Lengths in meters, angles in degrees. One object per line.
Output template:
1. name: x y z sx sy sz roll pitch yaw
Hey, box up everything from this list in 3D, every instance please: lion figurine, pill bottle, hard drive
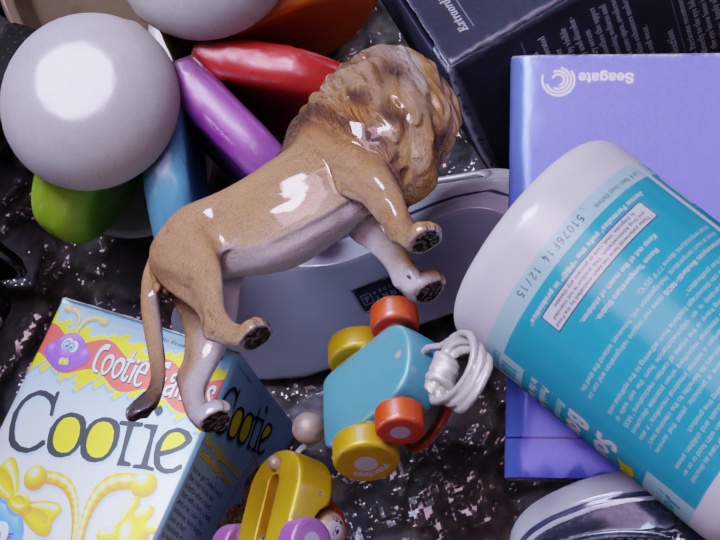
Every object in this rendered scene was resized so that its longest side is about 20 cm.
1. lion figurine: -0.035 -0.021 0.946 0.200 0.073 0.123 -27 56 -8
2. pill bottle: 0.145 0.043 0.913 0.200 0.111 0.111 40 80 17
3. hard drive: 0.135 -0.002 0.997 0.132 0.025 0.201 0 81 8

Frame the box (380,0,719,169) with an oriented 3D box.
1. box: 0.111 -0.168 1.098 0.200 0.104 0.148 -29 54 1

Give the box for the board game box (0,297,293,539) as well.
1. board game box: -0.127 0.133 1.032 0.103 0.105 0.200 17 70 22

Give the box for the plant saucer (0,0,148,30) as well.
1. plant saucer: -0.101 -0.174 1.165 0.199 0.029 0.201 0 87 -8

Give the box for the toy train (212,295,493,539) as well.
1. toy train: 0.004 0.114 0.947 0.200 0.056 0.150 -62 31 3

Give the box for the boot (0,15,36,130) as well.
1. boot: -0.241 -0.094 1.050 0.130 0.068 0.200 29 29 -7

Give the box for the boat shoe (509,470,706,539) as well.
1. boat shoe: 0.164 0.143 0.943 0.200 0.071 0.091 -1 35 8

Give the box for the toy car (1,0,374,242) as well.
1. toy car: -0.070 -0.083 1.044 0.150 0.175 0.200 36 82 10

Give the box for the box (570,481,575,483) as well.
1. box: 0.179 0.033 1.035 0.200 0.036 0.145 -23 62 2

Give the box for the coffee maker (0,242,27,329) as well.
1. coffee maker: -0.291 0.044 1.073 0.135 0.192 0.200 -16 50 58

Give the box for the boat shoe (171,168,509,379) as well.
1. boat shoe: 0.000 0.000 1.086 0.200 0.074 0.065 -14 27 19
